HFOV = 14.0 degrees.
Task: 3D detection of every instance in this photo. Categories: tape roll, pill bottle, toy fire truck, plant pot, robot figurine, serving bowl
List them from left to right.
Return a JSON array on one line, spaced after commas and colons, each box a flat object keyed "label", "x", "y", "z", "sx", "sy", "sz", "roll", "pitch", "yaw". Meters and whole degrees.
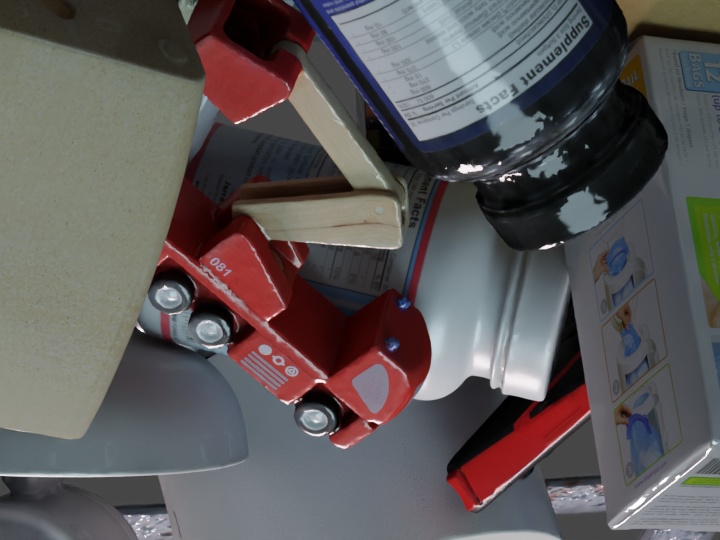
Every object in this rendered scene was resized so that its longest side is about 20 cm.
[{"label": "plant pot", "x": -0.177, "y": -0.074, "z": 1.218, "sx": 0.199, "sy": 0.200, "sz": 0.177, "roll": 13, "pitch": 129, "yaw": -36}, {"label": "robot figurine", "x": -0.183, "y": 0.181, "z": 1.636, "sx": 0.112, "sy": 0.171, "sz": 0.200, "roll": 7, "pitch": -176, "yaw": 8}, {"label": "serving bowl", "x": -0.153, "y": 0.058, "z": 1.428, "sx": 0.199, "sy": 0.066, "sz": 0.200, "roll": 2, "pitch": -178, "yaw": 0}, {"label": "toy fire truck", "x": -0.028, "y": -0.021, "z": 1.287, "sx": 0.200, "sy": 0.049, "sz": 0.141, "roll": 41, "pitch": 127, "yaw": -18}, {"label": "tape roll", "x": -0.003, "y": 0.118, "z": 1.592, "sx": 0.202, "sy": 0.140, "sz": 0.203, "roll": -15, "pitch": 160, "yaw": -6}, {"label": "pill bottle", "x": 0.000, "y": 0.000, "z": 1.400, "sx": 0.199, "sy": 0.109, "sz": 0.109, "roll": 13, "pitch": 148, "yaw": 6}, {"label": "pill bottle", "x": 0.042, "y": -0.109, "z": 1.223, "sx": 0.112, "sy": 0.112, "sz": 0.200, "roll": -27, "pitch": 115, "yaw": 23}]

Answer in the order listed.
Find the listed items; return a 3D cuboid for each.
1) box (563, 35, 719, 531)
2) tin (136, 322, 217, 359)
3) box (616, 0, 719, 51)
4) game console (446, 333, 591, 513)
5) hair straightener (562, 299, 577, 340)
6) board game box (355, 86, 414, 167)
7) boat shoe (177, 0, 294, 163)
[{"label": "box", "x": 0.166, "y": 0.007, "z": 1.322, "sx": 0.112, "sy": 0.201, "sz": 0.101, "roll": 3, "pitch": 154, "yaw": -24}, {"label": "tin", "x": -0.129, "y": 0.008, "z": 1.504, "sx": 0.199, "sy": 0.042, "sz": 0.112, "roll": -1, "pitch": 143, "yaw": -18}, {"label": "box", "x": 0.130, "y": -0.110, "z": 1.332, "sx": 0.163, "sy": 0.021, "sz": 0.200, "roll": 18, "pitch": 143, "yaw": -40}, {"label": "game console", "x": 0.136, "y": 0.034, "z": 1.475, "sx": 0.200, "sy": 0.031, "sz": 0.177, "roll": -45, "pitch": -176, "yaw": -40}, {"label": "hair straightener", "x": 0.120, "y": -0.002, "z": 1.487, "sx": 0.077, "sy": 0.041, "sz": 0.200, "roll": -44, "pitch": -178, "yaw": -40}, {"label": "board game box", "x": 0.066, "y": -0.069, "z": 1.449, "sx": 0.135, "sy": 0.035, "sz": 0.200, "roll": -10, "pitch": 149, "yaw": -4}, {"label": "boat shoe", "x": -0.088, "y": -0.107, "z": 1.305, "sx": 0.062, "sy": 0.072, "sz": 0.200, "roll": 10, "pitch": 133, "yaw": -35}]
